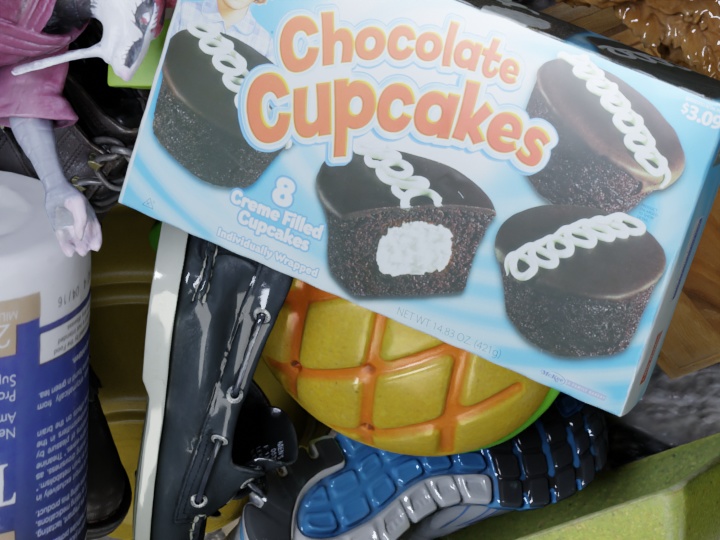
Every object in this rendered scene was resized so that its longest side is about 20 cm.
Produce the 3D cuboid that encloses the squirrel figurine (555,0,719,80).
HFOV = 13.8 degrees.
[{"bbox_3d":[0.148,-0.145,1.029,0.186,0.142,0.200,2,156,-15],"label":"squirrel figurine"}]

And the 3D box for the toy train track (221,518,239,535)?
[{"bbox_3d":[-0.006,0.173,1.497,0.114,0.033,0.200,-24,134,26],"label":"toy train track"}]

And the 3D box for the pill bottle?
[{"bbox_3d":[-0.160,0.070,1.146,0.110,0.111,0.201,3,112,-1],"label":"pill bottle"}]

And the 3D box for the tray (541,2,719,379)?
[{"bbox_3d":[0.126,-0.036,1.255,0.098,0.037,0.200,-22,134,25],"label":"tray"}]

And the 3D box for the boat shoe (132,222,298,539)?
[{"bbox_3d":[-0.057,0.063,1.229,0.066,0.075,0.200,6,124,-1],"label":"boat shoe"}]

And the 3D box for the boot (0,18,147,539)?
[{"bbox_3d":[-0.127,-0.008,1.199,0.069,0.200,0.174,-18,160,-39],"label":"boot"}]

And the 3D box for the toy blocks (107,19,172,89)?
[{"bbox_3d":[0.021,-0.062,1.137,0.199,0.100,0.137,2,180,19],"label":"toy blocks"}]

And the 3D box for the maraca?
[{"bbox_3d":[0.000,0.000,1.252,0.200,0.107,0.137,40,120,-10],"label":"maraca"}]

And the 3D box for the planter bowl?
[{"bbox_3d":[-0.094,0.064,1.338,0.199,0.084,0.201,1,138,0],"label":"planter bowl"}]

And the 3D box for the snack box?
[{"bbox_3d":[0.023,-0.042,1.037,0.199,0.037,0.117,22,107,15],"label":"snack box"}]

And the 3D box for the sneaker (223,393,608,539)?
[{"bbox_3d":[0.020,0.094,1.347,0.199,0.075,0.087,-17,169,-28],"label":"sneaker"}]

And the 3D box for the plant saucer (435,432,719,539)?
[{"bbox_3d":[0.090,0.130,1.338,0.199,0.048,0.200,-22,178,24],"label":"plant saucer"}]

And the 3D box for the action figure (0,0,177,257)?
[{"bbox_3d":[-0.156,-0.090,1.066,0.199,0.149,0.134,-12,139,-9],"label":"action figure"}]
